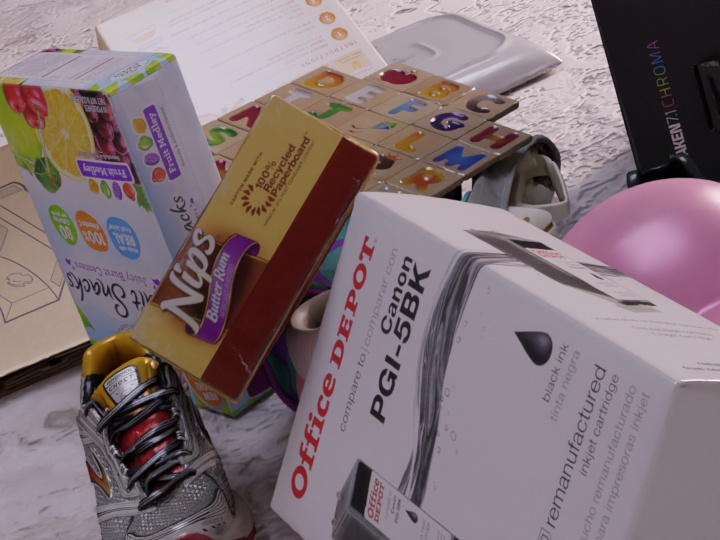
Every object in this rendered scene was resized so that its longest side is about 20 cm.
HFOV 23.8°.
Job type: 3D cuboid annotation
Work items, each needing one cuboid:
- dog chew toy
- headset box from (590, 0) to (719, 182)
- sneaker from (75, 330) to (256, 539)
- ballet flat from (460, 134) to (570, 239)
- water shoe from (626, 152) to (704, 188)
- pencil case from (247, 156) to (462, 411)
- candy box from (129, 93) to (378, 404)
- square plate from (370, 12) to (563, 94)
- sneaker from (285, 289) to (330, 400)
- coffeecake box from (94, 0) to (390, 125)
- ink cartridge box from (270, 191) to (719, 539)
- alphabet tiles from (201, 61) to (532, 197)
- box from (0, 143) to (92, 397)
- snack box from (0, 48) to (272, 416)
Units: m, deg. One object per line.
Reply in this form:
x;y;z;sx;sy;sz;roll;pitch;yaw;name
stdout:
0.154;0.052;0.690;0.124;0.125;0.200;-24;44;-10;dog chew toy
0.188;-0.131;0.989;0.092;0.175;0.200;-15;23;11;headset box
-0.110;0.094;0.857;0.077;0.083;0.200;-24;24;-10;sneaker
0.088;-0.029;0.990;0.063;0.068;0.200;-2;28;12;ballet flat
0.172;0.003;0.832;0.071;0.079;0.200;-22;24;-5;water shoe
0.000;0.000;0.970;0.092;0.086;0.200;-9;26;19;pencil case
-0.049;-0.003;0.775;0.117;0.056;0.200;-60;3;-5;candy box
0.031;-0.153;1.346;0.199;0.029;0.198;-25;24;-11;square plate
0.036;0.057;0.796;0.075;0.105;0.200;-33;28;-32;sneaker
-0.062;-0.104;1.131;0.153;0.073;0.200;-26;61;-16;coffeecake box
0.060;0.071;0.642;0.082;0.148;0.200;6;16;-35;ink cartridge box
-0.004;-0.078;1.012;0.166;0.006;0.200;22;38;35;alphabet tiles
-0.227;-0.008;1.139;0.163;0.021;0.201;-23;51;-4;box
-0.128;-0.024;0.977;0.053;0.201;0.142;-33;27;-30;snack box
